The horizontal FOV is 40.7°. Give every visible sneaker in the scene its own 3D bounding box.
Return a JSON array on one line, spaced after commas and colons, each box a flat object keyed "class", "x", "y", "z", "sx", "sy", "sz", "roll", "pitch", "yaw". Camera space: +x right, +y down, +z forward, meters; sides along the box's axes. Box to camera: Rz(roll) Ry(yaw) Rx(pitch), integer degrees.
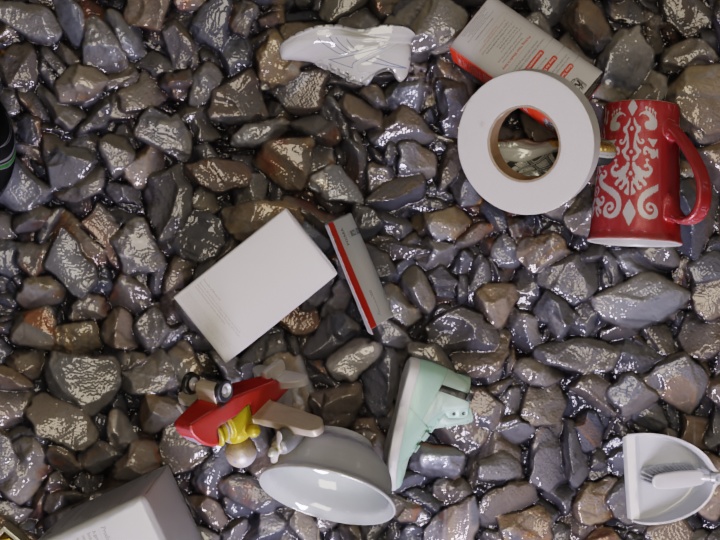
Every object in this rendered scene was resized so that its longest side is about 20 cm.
[{"class": "sneaker", "x": 0.273, "y": -0.149, "z": 1.406, "sx": 0.199, "sy": 0.076, "sz": 0.088, "roll": 2, "pitch": 102, "yaw": 30}, {"class": "sneaker", "x": -0.019, "y": -0.312, "z": 1.407, "sx": 0.199, "sy": 0.075, "sz": 0.087, "roll": -1, "pitch": 97, "yaw": -2}, {"class": "sneaker", "x": 0.103, "y": 0.238, "z": 1.428, "sx": 0.118, "sy": 0.074, "sz": 0.201, "roll": 15, "pitch": 92, "yaw": -5}]

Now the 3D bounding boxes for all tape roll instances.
[{"class": "tape roll", "x": 0.232, "y": -0.179, "z": 1.353, "sx": 0.202, "sy": 0.037, "sz": 0.204, "roll": 9, "pitch": 108, "yaw": 28}]

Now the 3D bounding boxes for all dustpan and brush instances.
[{"class": "dustpan and brush", "x": 0.504, "y": 0.310, "z": 1.457, "sx": 0.199, "sy": 0.057, "sz": 0.140, "roll": -4, "pitch": 92, "yaw": -3}]

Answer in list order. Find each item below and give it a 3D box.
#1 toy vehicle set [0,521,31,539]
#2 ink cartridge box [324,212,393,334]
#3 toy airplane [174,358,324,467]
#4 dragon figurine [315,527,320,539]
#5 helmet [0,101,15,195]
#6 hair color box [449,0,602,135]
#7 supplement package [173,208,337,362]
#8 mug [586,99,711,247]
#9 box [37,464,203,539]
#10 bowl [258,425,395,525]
[{"class": "toy vehicle set", "x": -0.487, "y": 0.483, "z": 1.427, "sx": 0.200, "sy": 0.027, "sz": 0.124, "roll": 41, "pitch": 90, "yaw": -3}, {"class": "ink cartridge box", "x": 0.000, "y": 0.000, "z": 1.351, "sx": 0.047, "sy": 0.200, "sz": 0.161, "roll": -22, "pitch": 93, "yaw": -2}, {"class": "toy airplane", "x": -0.160, "y": 0.203, "z": 1.361, "sx": 0.198, "sy": 0.200, "sz": 0.142, "roll": 0, "pitch": 97, "yaw": -11}, {"class": "dragon figurine", "x": 0.014, "y": 0.456, "z": 1.437, "sx": 0.200, "sy": 0.099, "sz": 0.059, "roll": 31, "pitch": 92, "yaw": 16}, {"class": "helmet", "x": -0.566, "y": -0.170, "z": 1.322, "sx": 0.199, "sy": 0.191, "sz": 0.201, "roll": -2, "pitch": 127, "yaw": -2}, {"class": "hair color box", "x": 0.237, "y": -0.295, "z": 1.397, "sx": 0.200, "sy": 0.061, "sz": 0.102, "roll": 40, "pitch": 90, "yaw": 15}, {"class": "supplement package", "x": -0.145, "y": 0.019, "z": 1.384, "sx": 0.200, "sy": 0.121, "sz": 0.120, "roll": -39, "pitch": 93, "yaw": -1}, {"class": "mug", "x": 0.422, "y": -0.138, "z": 1.399, "sx": 0.177, "sy": 0.133, "sz": 0.201, "roll": 2, "pitch": 87, "yaw": 28}, {"class": "box", "x": -0.317, "y": 0.410, "z": 1.348, "sx": 0.171, "sy": 0.200, "sz": 0.200, "roll": -25, "pitch": 92, "yaw": 0}, {"class": "bowl", "x": -0.039, "y": 0.283, "z": 1.385, "sx": 0.200, "sy": 0.201, "sz": 0.091, "roll": 17, "pitch": 58, "yaw": -3}]
